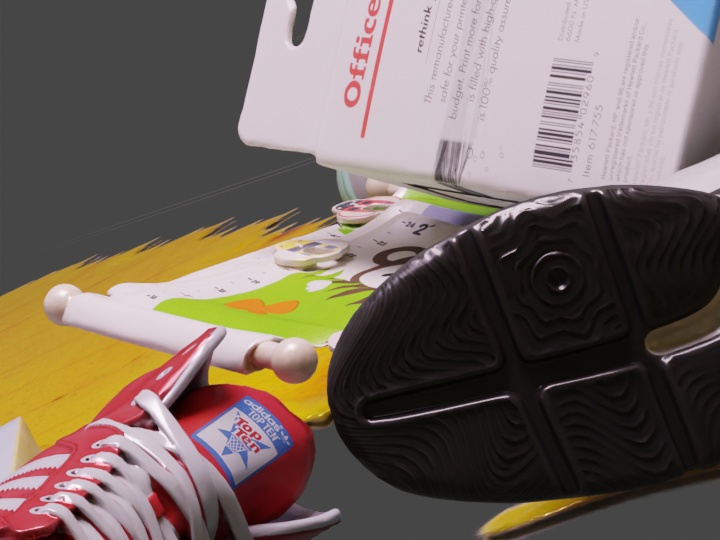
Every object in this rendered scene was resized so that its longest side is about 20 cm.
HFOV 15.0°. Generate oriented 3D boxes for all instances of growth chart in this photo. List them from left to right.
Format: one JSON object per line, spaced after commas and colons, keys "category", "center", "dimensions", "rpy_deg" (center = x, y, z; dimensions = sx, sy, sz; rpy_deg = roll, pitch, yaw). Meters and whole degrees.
{"category": "growth chart", "center": [0.000, 0.000, 0.890], "dimensions": [0.145, 0.018, 0.200], "rpy_deg": [7, 18, 39]}

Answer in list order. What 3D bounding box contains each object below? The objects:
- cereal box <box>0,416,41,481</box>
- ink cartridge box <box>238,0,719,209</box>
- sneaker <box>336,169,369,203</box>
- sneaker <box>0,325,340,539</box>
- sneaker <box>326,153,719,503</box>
{"category": "cereal box", "center": [-0.198, 0.124, 0.950], "dimensions": [0.200, 0.040, 0.144], "rpy_deg": [-27, 10, 0]}
{"category": "ink cartridge box", "center": [0.057, -0.077, 0.876], "dimensions": [0.068, 0.116, 0.200], "rpy_deg": [15, -2, -43]}
{"category": "sneaker", "center": [0.085, -0.086, 1.122], "dimensions": [0.200, 0.078, 0.140], "rpy_deg": [-30, -5, -12]}
{"category": "sneaker", "center": [-0.062, 0.071, 0.734], "dimensions": [0.112, 0.071, 0.200], "rpy_deg": [-31, 6, -2]}
{"category": "sneaker", "center": [0.084, 0.008, 0.715], "dimensions": [0.200, 0.076, 0.115], "rpy_deg": [-20, -1, -7]}
